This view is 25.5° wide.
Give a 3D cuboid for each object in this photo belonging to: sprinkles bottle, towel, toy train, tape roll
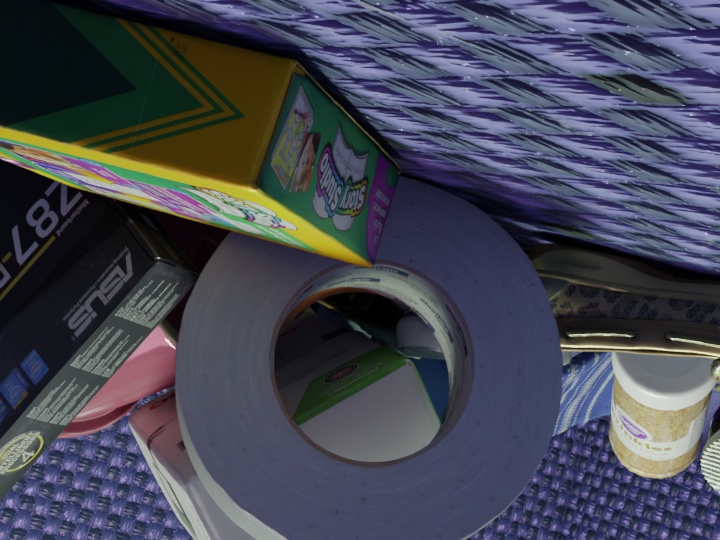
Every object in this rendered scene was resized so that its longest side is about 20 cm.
[{"bbox_3d":[0.200,0.081,1.057,0.068,0.069,0.200,15,161,14],"label":"sprinkles bottle"},{"bbox_3d":[0.121,0.103,1.101,0.024,0.199,0.145,55,153,18],"label":"towel"},{"bbox_3d":[0.000,0.000,1.054,0.113,0.086,0.200,30,177,-4],"label":"toy train"},{"bbox_3d":[0.003,0.053,0.831,0.198,0.202,0.066,17,164,-3],"label":"tape roll"}]

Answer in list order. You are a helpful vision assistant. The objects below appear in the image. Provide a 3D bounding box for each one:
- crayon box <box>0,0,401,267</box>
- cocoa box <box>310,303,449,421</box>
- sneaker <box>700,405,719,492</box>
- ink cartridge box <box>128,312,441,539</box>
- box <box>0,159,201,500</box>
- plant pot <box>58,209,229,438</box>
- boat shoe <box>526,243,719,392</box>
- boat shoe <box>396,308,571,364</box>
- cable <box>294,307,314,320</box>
[{"bbox_3d":[-0.087,-0.062,0.709,0.171,0.059,0.200,14,176,15],"label":"crayon box"},{"bbox_3d":[0.019,0.085,1.221,0.200,0.132,0.133,36,-163,34],"label":"cocoa box"},{"bbox_3d":[0.321,0.087,1.023,0.198,0.070,0.100,-7,-153,23],"label":"sneaker"},{"bbox_3d":[-0.046,0.105,0.957,0.145,0.085,0.200,-28,-167,-12],"label":"ink cartridge box"},{"bbox_3d":[-0.202,0.018,0.867,0.161,0.200,0.049,48,-170,27],"label":"box"},{"bbox_3d":[-0.154,-0.001,0.974,0.178,0.202,0.199,-8,161,37],"label":"plant pot"},{"bbox_3d":[0.183,0.037,0.884,0.198,0.063,0.073,14,175,21],"label":"boat shoe"},{"bbox_3d":[0.078,0.025,0.971,0.071,0.063,0.200,4,179,26],"label":"boat shoe"},{"bbox_3d":[-0.058,0.057,1.168,0.098,0.050,0.200,58,163,-22],"label":"cable"}]
